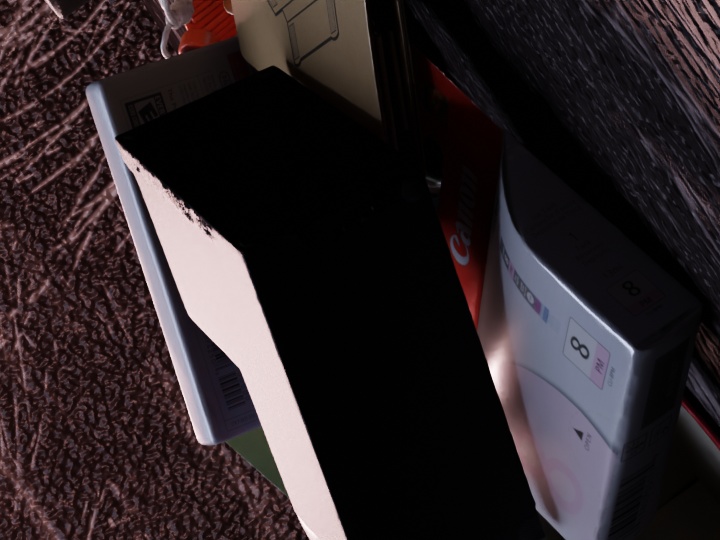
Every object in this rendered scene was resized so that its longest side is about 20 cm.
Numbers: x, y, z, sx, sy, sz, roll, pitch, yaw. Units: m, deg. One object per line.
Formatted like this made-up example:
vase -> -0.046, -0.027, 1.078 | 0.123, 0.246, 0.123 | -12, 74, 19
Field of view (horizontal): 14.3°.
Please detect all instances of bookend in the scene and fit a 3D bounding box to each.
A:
bookend -> -0.017, 0.029, 1.372 | 0.199, 0.092, 0.200 | 39, 151, 63

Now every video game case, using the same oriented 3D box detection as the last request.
video game case -> -0.039, -0.030, 1.541 | 0.023, 0.182, 0.200 | -9, 100, 58

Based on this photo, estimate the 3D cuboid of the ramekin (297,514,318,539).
ramekin -> 0.037, 0.095, 1.903 | 0.105, 0.200, 0.200 | 68, 171, -27

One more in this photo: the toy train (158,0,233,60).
toy train -> -0.086, -0.125, 1.690 | 0.200, 0.056, 0.150 | -14, -82, -65

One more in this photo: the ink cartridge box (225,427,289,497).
ink cartridge box -> 0.021, 0.103, 1.704 | 0.200, 0.146, 0.048 | 44, 137, -8

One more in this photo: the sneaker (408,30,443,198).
sneaker -> 0.004, -0.120, 1.513 | 0.200, 0.070, 0.076 | 52, 159, -13

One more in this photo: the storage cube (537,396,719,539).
storage cube -> 0.148, 0.191, 1.472 | 0.200, 0.171, 0.180 | 52, 177, 31

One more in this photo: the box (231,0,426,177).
box -> -0.026, -0.147, 1.386 | 0.200, 0.021, 0.164 | -135, 32, -57

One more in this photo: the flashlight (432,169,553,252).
flashlight -> 0.052, -0.009, 1.460 | 0.200, 0.068, 0.068 | 163, 109, -68

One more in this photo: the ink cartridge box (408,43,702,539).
ink cartridge box -> 0.066, 0.016, 1.328 | 0.200, 0.057, 0.163 | 40, 149, 26

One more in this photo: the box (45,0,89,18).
box -> -0.188, -0.284, 1.733 | 0.200, 0.148, 0.124 | 55, 178, 13

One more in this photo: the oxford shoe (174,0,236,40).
oxford shoe -> -0.072, -0.164, 1.825 | 0.200, 0.071, 0.073 | 49, -172, -50

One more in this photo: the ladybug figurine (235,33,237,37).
ladybug figurine -> -0.007, -0.084, 1.654 | 0.136, 0.072, 0.200 | 64, -171, 31
